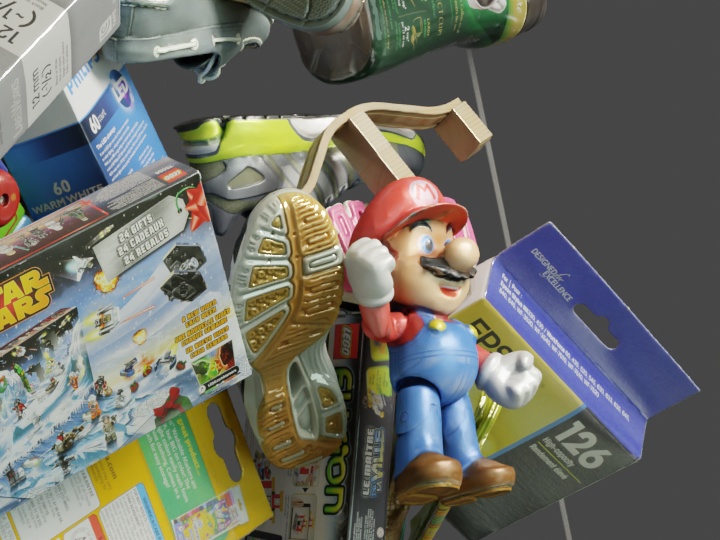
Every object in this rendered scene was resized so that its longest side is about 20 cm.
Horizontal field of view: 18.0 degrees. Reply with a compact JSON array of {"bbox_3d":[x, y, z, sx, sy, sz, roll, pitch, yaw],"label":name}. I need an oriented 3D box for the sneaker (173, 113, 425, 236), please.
[{"bbox_3d":[-0.039,-0.064,1.517,0.199,0.074,0.082,-3,96,-38],"label":"sneaker"}]

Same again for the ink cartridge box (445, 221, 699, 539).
[{"bbox_3d":[0.102,0.084,1.557,0.198,0.199,0.047,45,28,-32],"label":"ink cartridge box"}]

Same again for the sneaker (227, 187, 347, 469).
[{"bbox_3d":[-0.057,0.026,1.399,0.075,0.088,0.201,-13,128,-18],"label":"sneaker"}]

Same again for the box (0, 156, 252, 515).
[{"bbox_3d":[-0.164,0.040,1.272,0.199,0.040,0.138,-28,122,-27],"label":"box"}]

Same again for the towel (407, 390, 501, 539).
[{"bbox_3d":[0.049,0.155,1.512,0.018,0.200,0.086,28,54,3],"label":"towel"}]

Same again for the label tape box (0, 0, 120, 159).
[{"bbox_3d":[-0.245,-0.125,1.253,0.200,0.143,0.066,-53,163,-35],"label":"label tape box"}]

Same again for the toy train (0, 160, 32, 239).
[{"bbox_3d":[-0.249,0.038,1.291,0.201,0.084,0.116,-61,140,-29],"label":"toy train"}]

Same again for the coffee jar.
[{"bbox_3d":[0.043,-0.197,1.589,0.199,0.085,0.105,-18,96,-43],"label":"coffee jar"}]

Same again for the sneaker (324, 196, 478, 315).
[{"bbox_3d":[0.000,0.000,1.520,0.200,0.087,0.074,-14,75,-58],"label":"sneaker"}]

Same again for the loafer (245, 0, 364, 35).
[{"bbox_3d":[-0.062,-0.209,1.424,0.072,0.200,0.063,-53,150,8],"label":"loafer"}]

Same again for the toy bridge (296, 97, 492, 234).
[{"bbox_3d":[0.009,-0.074,1.474,0.067,0.027,0.200,50,44,5],"label":"toy bridge"}]

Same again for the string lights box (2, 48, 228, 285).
[{"bbox_3d":[-0.151,-0.040,1.375,0.103,0.059,0.201,-66,135,-64],"label":"string lights box"}]

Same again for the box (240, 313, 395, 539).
[{"bbox_3d":[-0.030,0.131,1.475,0.035,0.110,0.202,13,78,-44],"label":"box"}]

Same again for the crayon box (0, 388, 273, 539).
[{"bbox_3d":[-0.154,0.143,1.391,0.200,0.051,0.127,-32,109,-41],"label":"crayon box"}]

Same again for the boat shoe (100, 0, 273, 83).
[{"bbox_3d":[-0.111,-0.150,1.419,0.200,0.072,0.062,3,93,-71],"label":"boat shoe"}]

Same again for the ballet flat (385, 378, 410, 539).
[{"bbox_3d":[0.006,0.144,1.512,0.065,0.071,0.201,13,108,-23],"label":"ballet flat"}]

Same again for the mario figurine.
[{"bbox_3d":[0.051,0.036,1.382,0.124,0.105,0.201,65,14,-75],"label":"mario figurine"}]
